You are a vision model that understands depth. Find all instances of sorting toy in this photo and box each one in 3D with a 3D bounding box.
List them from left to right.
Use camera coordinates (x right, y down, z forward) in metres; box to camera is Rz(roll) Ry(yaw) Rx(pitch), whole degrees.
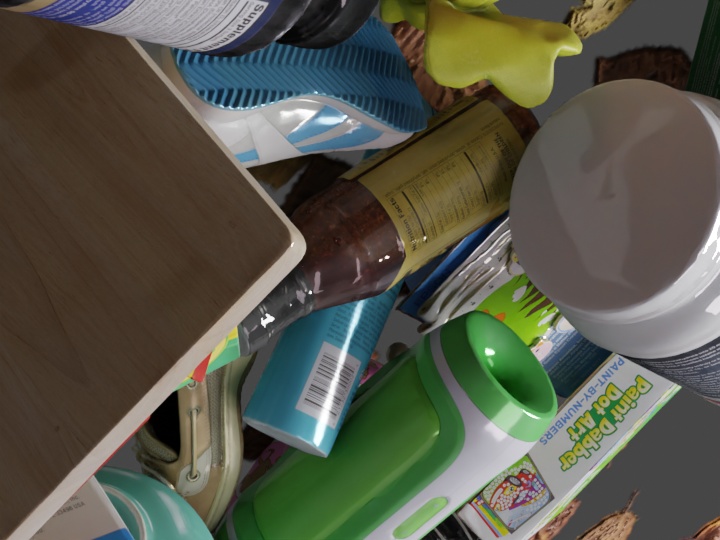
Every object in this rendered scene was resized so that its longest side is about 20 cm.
[{"bbox_3d":[-0.142,-0.007,1.302,0.199,0.200,0.070,-45,156,9],"label":"sorting toy"}]

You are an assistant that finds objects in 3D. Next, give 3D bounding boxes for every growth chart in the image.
[{"bbox_3d":[0.102,0.002,1.590,0.200,0.018,0.144,-49,144,16],"label":"growth chart"}]

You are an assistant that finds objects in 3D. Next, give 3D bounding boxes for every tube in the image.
[{"bbox_3d":[0.000,0.000,1.530,0.201,0.050,0.077,-65,152,-9],"label":"tube"}]

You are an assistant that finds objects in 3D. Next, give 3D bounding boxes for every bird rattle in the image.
[{"bbox_3d":[0.056,-0.191,1.397,0.163,0.112,0.201,-40,135,-20],"label":"bird rattle"}]

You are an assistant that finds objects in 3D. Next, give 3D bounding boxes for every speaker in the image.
[{"bbox_3d":[0.012,0.110,1.553,0.200,0.089,0.088,-41,148,23],"label":"speaker"}]

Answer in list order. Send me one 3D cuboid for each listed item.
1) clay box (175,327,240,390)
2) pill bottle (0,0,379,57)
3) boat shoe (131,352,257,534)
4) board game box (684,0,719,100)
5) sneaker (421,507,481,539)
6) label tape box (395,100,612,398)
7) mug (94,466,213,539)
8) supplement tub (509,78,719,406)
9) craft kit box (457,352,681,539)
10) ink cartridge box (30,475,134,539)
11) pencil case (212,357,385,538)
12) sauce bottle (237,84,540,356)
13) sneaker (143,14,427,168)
[{"bbox_3d":[-0.173,0.036,1.392,0.199,0.115,0.048,-27,147,-16],"label":"clay box"},{"bbox_3d":[-0.084,-0.155,1.249,0.199,0.112,0.112,8,124,-45],"label":"pill bottle"},{"bbox_3d":[-0.099,0.069,1.543,0.063,0.073,0.202,-7,133,-27],"label":"boat shoe"},{"bbox_3d":[0.239,-0.150,1.610,0.134,0.029,0.201,-38,151,-37],"label":"board game box"},{"bbox_3d":[0.014,0.184,1.708,0.079,0.074,0.200,-37,-179,45],"label":"sneaker"},{"bbox_3d":[0.104,-0.019,1.637,0.144,0.063,0.200,-47,144,11],"label":"label tape box"},{"bbox_3d":[-0.159,0.184,1.507,0.184,0.153,0.115,-14,138,-3],"label":"mug"},{"bbox_3d":[0.179,-0.012,1.501,0.140,0.141,0.200,-47,146,12],"label":"supplement tub"},{"bbox_3d":[0.158,0.082,1.751,0.197,0.049,0.200,-44,173,14],"label":"craft kit box"},{"bbox_3d":[-0.205,0.135,1.401,0.145,0.200,0.085,-20,145,-25],"label":"ink cartridge box"},{"bbox_3d":[-0.040,0.140,1.668,0.086,0.083,0.200,23,114,-45],"label":"pencil case"},{"bbox_3d":[0.007,-0.024,1.473,0.199,0.066,0.066,-32,146,-20],"label":"sauce bottle"},{"bbox_3d":[-0.046,-0.088,1.418,0.081,0.077,0.199,-33,159,36],"label":"sneaker"}]
